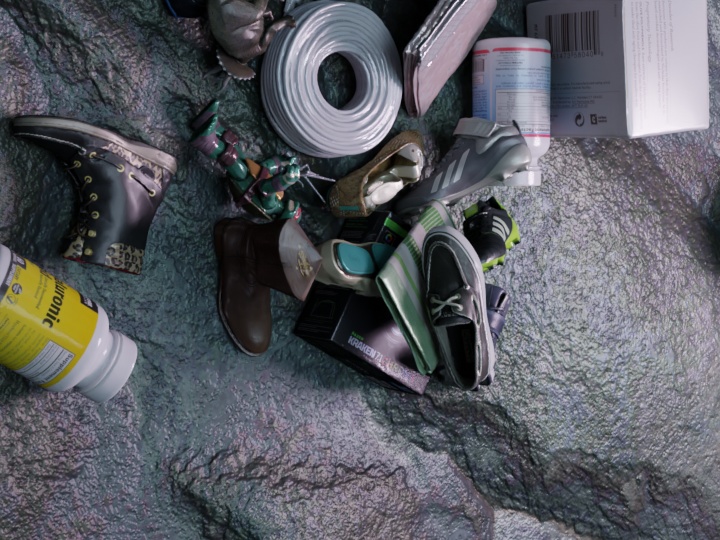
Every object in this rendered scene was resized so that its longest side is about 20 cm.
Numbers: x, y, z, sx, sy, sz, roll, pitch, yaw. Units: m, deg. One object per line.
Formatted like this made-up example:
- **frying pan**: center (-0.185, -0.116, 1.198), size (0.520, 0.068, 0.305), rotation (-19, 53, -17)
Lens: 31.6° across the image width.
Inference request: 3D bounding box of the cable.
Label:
- **cable**: center (-0.033, -0.243, 1.619), size (0.200, 0.069, 0.200), rotation (31, 76, -32)

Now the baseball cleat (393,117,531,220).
- **baseball cleat**: center (0.127, -0.141, 1.710), size (0.199, 0.070, 0.107), rotation (-22, 84, 6)

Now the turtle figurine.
- **turtle figurine**: center (-0.118, -0.116, 1.541), size (0.200, 0.150, 0.101), rotation (40, 89, -21)

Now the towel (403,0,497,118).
- **towel**: center (0.121, -0.313, 1.660), size (0.032, 0.191, 0.200), rotation (33, 79, 11)

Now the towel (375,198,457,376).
- **towel**: center (0.089, 0.016, 1.595), size (0.153, 0.023, 0.200), rotation (63, 37, -22)

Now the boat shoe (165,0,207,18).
- **boat shoe**: center (-0.142, -0.362, 1.534), size (0.200, 0.069, 0.084), rotation (-49, 118, -21)

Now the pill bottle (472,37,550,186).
- **pill bottle**: center (0.209, -0.218, 1.764), size (0.108, 0.109, 0.201), rotation (-4, 96, -34)

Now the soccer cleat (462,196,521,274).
- **soccer cleat**: center (0.155, -0.043, 1.640), size (0.081, 0.067, 0.200), rotation (59, 23, -4)

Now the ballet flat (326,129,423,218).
- **ballet flat**: center (0.039, -0.122, 1.660), size (0.200, 0.065, 0.071), rotation (-42, 131, -36)

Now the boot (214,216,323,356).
- **boot**: center (-0.102, 0.025, 1.511), size (0.064, 0.200, 0.187), rotation (-22, 105, -30)

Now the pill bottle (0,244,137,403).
- **pill bottle**: center (-0.348, 0.065, 1.400), size (0.200, 0.111, 0.112), rotation (37, 73, -32)

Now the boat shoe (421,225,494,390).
- **boat shoe**: center (0.117, 0.046, 1.536), size (0.064, 0.071, 0.201), rotation (-38, 113, -64)

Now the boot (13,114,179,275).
- **boot**: center (-0.310, -0.085, 1.442), size (0.200, 0.073, 0.151), rotation (17, 84, -40)

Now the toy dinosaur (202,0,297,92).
- **toy dinosaur**: center (-0.139, -0.293, 1.480), size (0.102, 0.077, 0.200), rotation (-44, 152, -20)

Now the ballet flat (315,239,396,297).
- **ballet flat**: center (0.000, 0.000, 1.548), size (0.200, 0.069, 0.070), rotation (15, 85, -55)

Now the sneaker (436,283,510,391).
- **sneaker**: center (0.156, 0.081, 1.715), size (0.077, 0.202, 0.147), rotation (18, 82, 1)

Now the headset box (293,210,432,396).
- **headset box**: center (0.038, 0.036, 1.675), size (0.174, 0.093, 0.200), rotation (34, 73, -32)

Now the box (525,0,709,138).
- **box**: center (0.364, -0.291, 1.811), size (0.171, 0.199, 0.201), rotation (-11, 101, -34)
